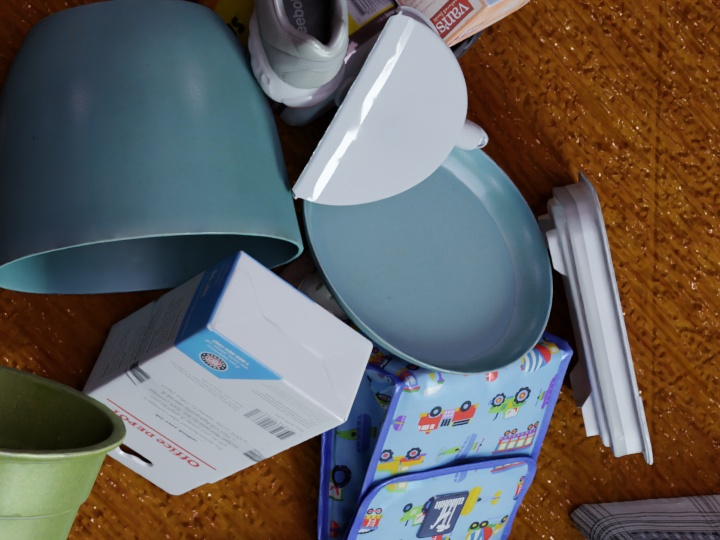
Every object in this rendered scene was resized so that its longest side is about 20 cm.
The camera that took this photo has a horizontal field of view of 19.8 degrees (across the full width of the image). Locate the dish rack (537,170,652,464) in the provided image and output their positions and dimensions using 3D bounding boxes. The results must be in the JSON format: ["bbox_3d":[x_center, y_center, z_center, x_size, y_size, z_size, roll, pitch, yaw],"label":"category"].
[{"bbox_3d":[0.165,0.034,1.486,0.043,0.172,0.200,-11,98,4],"label":"dish rack"}]

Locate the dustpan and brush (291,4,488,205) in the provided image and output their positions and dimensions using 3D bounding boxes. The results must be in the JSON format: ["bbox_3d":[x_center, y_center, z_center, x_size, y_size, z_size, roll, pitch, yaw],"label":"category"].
[{"bbox_3d":[0.036,-0.097,1.361,0.200,0.057,0.140,16,109,-48],"label":"dustpan and brush"}]

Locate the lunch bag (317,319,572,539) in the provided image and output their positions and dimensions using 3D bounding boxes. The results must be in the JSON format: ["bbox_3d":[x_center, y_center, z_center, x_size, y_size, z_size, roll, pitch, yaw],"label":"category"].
[{"bbox_3d":[0.048,0.130,1.462,0.150,0.094,0.200,-10,123,-32],"label":"lunch bag"}]

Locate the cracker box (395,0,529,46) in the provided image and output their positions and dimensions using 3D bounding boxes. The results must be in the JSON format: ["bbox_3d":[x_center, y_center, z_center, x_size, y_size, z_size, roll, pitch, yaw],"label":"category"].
[{"bbox_3d":[0.036,-0.254,1.400,0.200,0.058,0.134,52,34,3],"label":"cracker box"}]

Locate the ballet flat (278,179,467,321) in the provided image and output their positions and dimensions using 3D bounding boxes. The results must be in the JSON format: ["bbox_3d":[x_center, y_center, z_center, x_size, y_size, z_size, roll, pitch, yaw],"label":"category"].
[{"bbox_3d":[0.000,0.000,1.453,0.200,0.067,0.068,-46,108,-15],"label":"ballet flat"}]

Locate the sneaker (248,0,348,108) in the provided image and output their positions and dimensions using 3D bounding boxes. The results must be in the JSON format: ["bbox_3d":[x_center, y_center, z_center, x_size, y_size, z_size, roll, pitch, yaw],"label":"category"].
[{"bbox_3d":[-0.044,-0.208,1.280,0.076,0.092,0.200,-15,80,-19],"label":"sneaker"}]

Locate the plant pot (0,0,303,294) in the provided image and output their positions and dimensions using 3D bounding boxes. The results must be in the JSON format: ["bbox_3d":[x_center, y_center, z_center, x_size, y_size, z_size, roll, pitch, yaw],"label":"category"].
[{"bbox_3d":[-0.144,-0.081,1.326,0.200,0.201,0.161,-2,79,-23],"label":"plant pot"}]

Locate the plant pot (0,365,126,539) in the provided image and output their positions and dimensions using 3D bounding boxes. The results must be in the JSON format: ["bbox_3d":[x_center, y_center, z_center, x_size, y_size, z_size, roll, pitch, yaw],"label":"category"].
[{"bbox_3d":[-0.264,0.170,1.298,0.200,0.200,0.190,8,102,-24],"label":"plant pot"}]

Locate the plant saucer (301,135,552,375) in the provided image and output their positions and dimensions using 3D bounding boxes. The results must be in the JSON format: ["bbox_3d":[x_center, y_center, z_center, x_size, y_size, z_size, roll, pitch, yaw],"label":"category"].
[{"bbox_3d":[0.042,-0.016,1.393,0.200,0.027,0.200,18,54,-26],"label":"plant saucer"}]

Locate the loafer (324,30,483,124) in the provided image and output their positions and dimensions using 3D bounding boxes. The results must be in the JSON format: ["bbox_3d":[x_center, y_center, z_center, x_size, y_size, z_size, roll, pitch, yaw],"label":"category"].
[{"bbox_3d":[0.054,-0.172,1.472,0.072,0.063,0.200,42,76,-18],"label":"loafer"}]

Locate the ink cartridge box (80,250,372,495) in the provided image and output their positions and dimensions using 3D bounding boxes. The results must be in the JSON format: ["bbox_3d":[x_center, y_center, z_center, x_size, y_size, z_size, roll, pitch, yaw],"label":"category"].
[{"bbox_3d":[-0.102,0.072,1.364,0.116,0.200,0.067,36,52,-23],"label":"ink cartridge box"}]

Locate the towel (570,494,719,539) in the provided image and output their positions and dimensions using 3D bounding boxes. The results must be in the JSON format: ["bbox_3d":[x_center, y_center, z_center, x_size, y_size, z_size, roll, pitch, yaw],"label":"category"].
[{"bbox_3d":[0.285,0.216,1.523,0.200,0.193,0.035,3,108,-25],"label":"towel"}]

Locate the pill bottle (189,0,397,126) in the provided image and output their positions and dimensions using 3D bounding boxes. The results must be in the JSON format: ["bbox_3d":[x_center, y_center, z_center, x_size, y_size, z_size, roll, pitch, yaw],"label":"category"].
[{"bbox_3d":[-0.064,-0.203,1.382,0.109,0.109,0.200,-38,90,-18],"label":"pill bottle"}]
